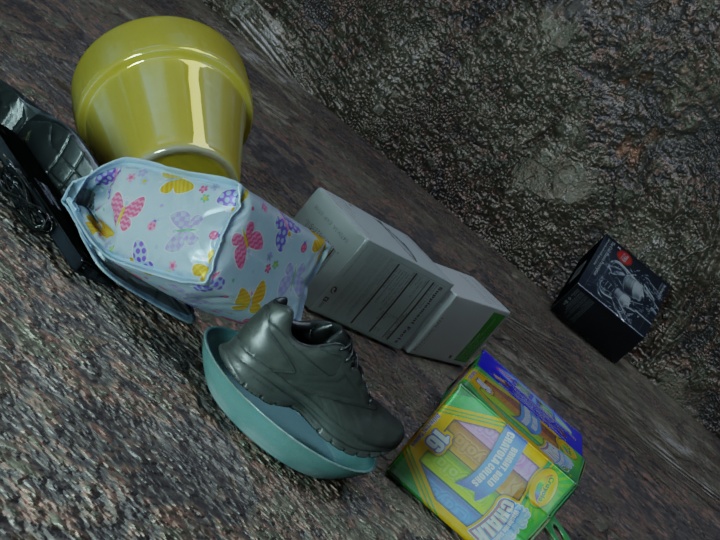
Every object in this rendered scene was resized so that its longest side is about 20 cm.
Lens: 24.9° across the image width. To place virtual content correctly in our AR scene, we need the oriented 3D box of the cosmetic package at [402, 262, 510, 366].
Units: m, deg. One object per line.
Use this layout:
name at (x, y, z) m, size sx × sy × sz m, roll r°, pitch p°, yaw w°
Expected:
cosmetic package at (0.110, 0.058, 2.219) m, size 0.085 × 0.108 × 0.200 m, roll 45°, pitch 13°, yaw 24°

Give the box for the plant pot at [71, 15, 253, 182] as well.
plant pot at (-0.210, -0.144, 1.785) m, size 0.201 × 0.201 × 0.189 m, roll 31°, pitch 29°, yaw -37°

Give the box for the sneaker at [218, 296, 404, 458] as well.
sneaker at (-0.027, 0.096, 1.442) m, size 0.200 × 0.091 × 0.076 m, roll 34°, pitch 10°, yaw -32°

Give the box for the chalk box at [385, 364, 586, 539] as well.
chalk box at (0.147, 0.212, 1.653) m, size 0.200 × 0.124 × 0.124 m, roll 40°, pitch 11°, yaw 4°

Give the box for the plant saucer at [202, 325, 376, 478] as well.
plant saucer at (-0.073, 0.128, 1.490) m, size 0.200 × 0.036 × 0.200 m, roll 37°, pitch 11°, yaw -8°

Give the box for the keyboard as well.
keyboard at (-0.306, -0.062, 1.508) m, size 0.200 × 0.040 × 0.104 m, roll 52°, pitch 4°, yaw 26°

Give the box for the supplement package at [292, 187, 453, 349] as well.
supplement package at (0.000, 0.000, 2.051) m, size 0.200 × 0.117 × 0.117 m, roll 27°, pitch 16°, yaw -51°

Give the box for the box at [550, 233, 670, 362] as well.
box at (0.528, 0.057, 3.430) m, size 0.182 × 0.104 × 0.200 m, roll 40°, pitch 44°, yaw -2°

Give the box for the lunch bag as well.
lunch bag at (-0.160, -0.022, 1.527) m, size 0.200 × 0.127 × 0.170 m, roll 17°, pitch -9°, yaw 32°

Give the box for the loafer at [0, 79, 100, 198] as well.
loafer at (-0.309, -0.119, 1.623) m, size 0.200 × 0.073 × 0.072 m, roll 45°, pitch 7°, yaw 21°

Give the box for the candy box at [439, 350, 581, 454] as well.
candy box at (0.180, 0.190, 1.949) m, size 0.169 × 0.077 × 0.200 m, roll 41°, pitch 10°, yaw 2°
